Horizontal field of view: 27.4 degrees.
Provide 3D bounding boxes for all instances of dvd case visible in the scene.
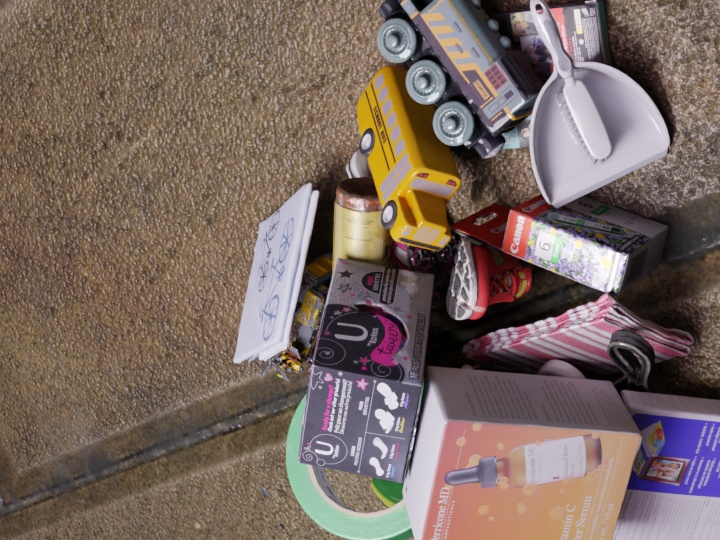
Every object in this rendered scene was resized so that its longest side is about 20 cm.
[{"bbox_3d":[0.169,-0.199,1.536,0.198,0.022,0.148,-1,107,34],"label":"dvd case"}]

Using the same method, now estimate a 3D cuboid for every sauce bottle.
[{"bbox_3d":[0.000,0.000,1.622,0.066,0.066,0.202,19,121,28],"label":"sauce bottle"}]

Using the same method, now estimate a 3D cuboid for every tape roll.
[{"bbox_3d":[0.016,0.203,1.648,0.198,0.048,0.203,-5,75,17],"label":"tape roll"}]

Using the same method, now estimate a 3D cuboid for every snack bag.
[{"bbox_3d":[-0.099,0.013,1.692,0.200,0.021,0.191,149,133,-67],"label":"snack bag"}]

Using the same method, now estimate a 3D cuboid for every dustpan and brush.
[{"bbox_3d":[0.210,-0.175,1.446,0.139,0.057,0.201,-25,98,5],"label":"dustpan and brush"}]

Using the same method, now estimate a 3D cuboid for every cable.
[{"bbox_3d":[0.281,0.124,1.508,0.097,0.051,0.200,28,165,13],"label":"cable"}]

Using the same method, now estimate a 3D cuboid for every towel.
[{"bbox_3d":[0.225,0.077,1.531,0.199,0.146,0.030,-19,59,43],"label":"towel"}]

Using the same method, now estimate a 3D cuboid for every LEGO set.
[{"bbox_3d":[-0.036,0.079,1.725,0.154,0.116,0.201,41,126,15],"label":"LEGO set"}]

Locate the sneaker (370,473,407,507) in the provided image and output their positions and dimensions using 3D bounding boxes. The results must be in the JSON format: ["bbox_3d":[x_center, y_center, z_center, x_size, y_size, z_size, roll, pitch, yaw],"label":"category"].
[{"bbox_3d":[0.102,0.253,1.738,0.199,0.074,0.085,1,82,39],"label":"sneaker"}]

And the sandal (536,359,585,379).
[{"bbox_3d":[0.222,0.155,1.596,0.082,0.050,0.203,36,153,18],"label":"sandal"}]

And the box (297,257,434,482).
[{"bbox_3d":[0.007,0.097,1.521,0.113,0.201,0.133,9,123,0],"label":"box"}]

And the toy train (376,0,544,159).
[{"bbox_3d":[0.103,-0.216,1.517,0.114,0.085,0.201,-37,82,27],"label":"toy train"}]

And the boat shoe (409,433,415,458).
[{"bbox_3d":[0.044,0.170,1.713,0.198,0.071,0.092,-3,71,21],"label":"boat shoe"}]

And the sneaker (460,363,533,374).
[{"bbox_3d":[0.168,0.166,1.542,0.199,0.079,0.130,42,156,12],"label":"sneaker"}]

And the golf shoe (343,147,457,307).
[{"bbox_3d":[0.046,-0.049,1.655,0.092,0.072,0.202,-29,81,51],"label":"golf shoe"}]

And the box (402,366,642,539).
[{"bbox_3d":[0.155,0.193,1.458,0.198,0.107,0.154,5,114,-11],"label":"box"}]

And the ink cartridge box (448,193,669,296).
[{"bbox_3d":[0.203,-0.044,1.515,0.199,0.109,0.051,23,118,27],"label":"ink cartridge box"}]

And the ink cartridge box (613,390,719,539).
[{"bbox_3d":[0.341,0.222,1.526,0.198,0.044,0.200,8,120,-7],"label":"ink cartridge box"}]

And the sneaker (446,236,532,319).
[{"bbox_3d":[0.137,0.005,1.535,0.084,0.200,0.078,12,105,5],"label":"sneaker"}]

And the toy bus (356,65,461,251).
[{"bbox_3d":[0.052,-0.118,1.556,0.078,0.065,0.201,-51,39,35],"label":"toy bus"}]
